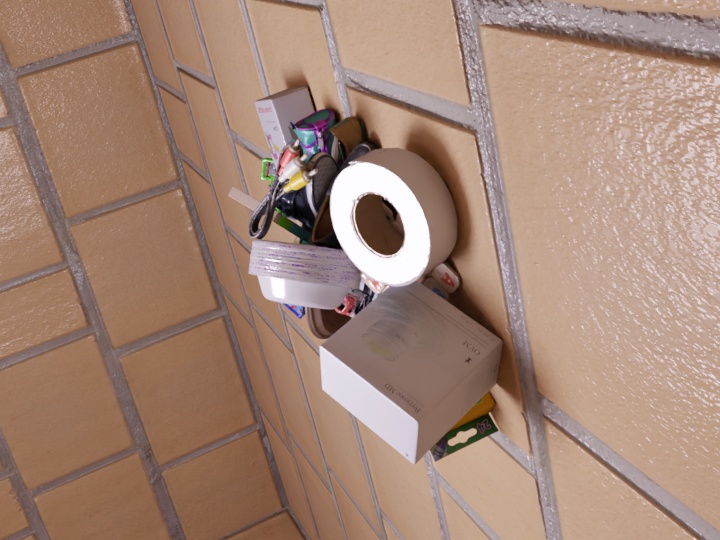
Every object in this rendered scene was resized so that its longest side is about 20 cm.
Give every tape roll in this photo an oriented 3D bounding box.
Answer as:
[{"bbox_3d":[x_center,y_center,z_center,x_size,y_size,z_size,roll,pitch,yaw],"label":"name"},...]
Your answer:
[{"bbox_3d":[0.048,-0.081,1.433,0.202,0.071,0.204,25,130,34],"label":"tape roll"}]

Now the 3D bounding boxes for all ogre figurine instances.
[{"bbox_3d":[-0.167,-0.185,2.049,0.097,0.200,0.121,4,110,25],"label":"ogre figurine"}]

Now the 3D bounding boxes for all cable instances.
[{"bbox_3d":[-0.145,-0.142,1.599,0.200,0.050,0.098,-42,60,29],"label":"cable"}]

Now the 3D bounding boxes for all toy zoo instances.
[{"bbox_3d":[-0.141,-0.088,1.751,0.131,0.021,0.200,31,180,36],"label":"toy zoo"}]

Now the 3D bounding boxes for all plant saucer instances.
[{"bbox_3d":[-0.048,0.040,1.875,0.029,0.200,0.201,11,130,25],"label":"plant saucer"}]

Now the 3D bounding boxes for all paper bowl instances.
[{"bbox_3d":[-0.098,0.008,1.654,0.200,0.199,0.105,-170,88,-71],"label":"paper bowl"}]

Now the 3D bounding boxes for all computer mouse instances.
[{"bbox_3d":[0.000,0.000,1.749,0.200,0.043,0.111,-107,25,-66],"label":"computer mouse"}]

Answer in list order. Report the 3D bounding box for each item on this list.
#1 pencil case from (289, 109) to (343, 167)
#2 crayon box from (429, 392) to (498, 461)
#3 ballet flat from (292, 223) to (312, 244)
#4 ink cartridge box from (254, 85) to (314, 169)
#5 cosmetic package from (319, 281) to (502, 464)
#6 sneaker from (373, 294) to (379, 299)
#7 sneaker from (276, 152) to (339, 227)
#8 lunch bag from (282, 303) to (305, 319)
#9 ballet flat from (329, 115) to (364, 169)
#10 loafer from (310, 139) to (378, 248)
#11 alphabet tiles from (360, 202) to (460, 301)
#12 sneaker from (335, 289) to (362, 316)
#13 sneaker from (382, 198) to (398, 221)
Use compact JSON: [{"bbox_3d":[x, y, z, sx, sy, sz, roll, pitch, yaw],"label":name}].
[{"bbox_3d":[-0.067,-0.194,1.767,0.093,0.084,0.201,-113,8,-64],"label":"pencil case"},{"bbox_3d":[0.130,0.192,1.544,0.201,0.125,0.052,61,162,23],"label":"crayon box"},{"bbox_3d":[-0.102,-0.065,1.884,0.071,0.070,0.201,88,-164,-50],"label":"ballet flat"},{"bbox_3d":[-0.132,-0.259,1.892,0.144,0.084,0.202,-160,52,-69],"label":"ink cartridge box"},{"bbox_3d":[0.075,0.145,1.439,0.199,0.200,0.123,35,149,27],"label":"cosmetic package"},{"bbox_3d":[0.070,0.062,1.677,0.200,0.074,0.087,53,152,42],"label":"sneaker"},{"bbox_3d":[-0.102,-0.152,1.683,0.146,0.077,0.203,35,151,29],"label":"sneaker"},{"bbox_3d":[-0.095,0.005,1.950,0.094,0.151,0.200,38,163,-7],"label":"lunch bag"},{"bbox_3d":[-0.019,-0.177,1.670,0.069,0.063,0.201,44,151,51],"label":"ballet flat"},{"bbox_3d":[-0.024,-0.125,1.601,0.072,0.072,0.201,29,109,23],"label":"loafer"},{"bbox_3d":[0.068,-0.015,1.522,0.196,0.015,0.200,45,139,11],"label":"alphabet tiles"},{"bbox_3d":[0.010,0.087,1.793,0.067,0.107,0.202,-45,66,33],"label":"sneaker"},{"bbox_3d":[0.049,-0.099,1.564,0.200,0.075,0.071,-43,64,49],"label":"sneaker"}]
